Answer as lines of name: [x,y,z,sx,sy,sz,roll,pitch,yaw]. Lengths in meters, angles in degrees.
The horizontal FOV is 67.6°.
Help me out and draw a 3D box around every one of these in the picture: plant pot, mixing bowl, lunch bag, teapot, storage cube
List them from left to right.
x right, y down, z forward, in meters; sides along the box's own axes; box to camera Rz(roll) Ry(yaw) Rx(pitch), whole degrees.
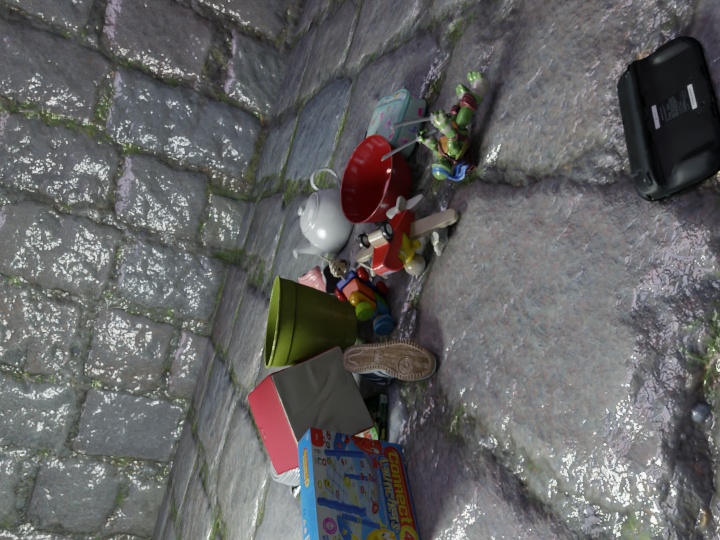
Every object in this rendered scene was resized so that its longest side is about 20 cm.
storage cube: [-0.107,0.282,1.090,0.180,0.168,0.204,-43,68,55]
plant pot: [-0.111,0.127,1.228,0.200,0.187,0.207,-172,90,-74]
teapot: [-0.110,-0.156,1.542,0.199,0.143,0.203,-54,29,36]
mixing bowl: [0.049,-0.197,1.243,0.198,0.106,0.207,-22,63,50]
lunch bag: [0.079,-0.358,1.334,0.199,0.075,0.165,19,93,66]

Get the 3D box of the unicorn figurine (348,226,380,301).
unicorn figurine: [0.000,0.000,1.288,0.204,0.072,0.138,-66,26,17]

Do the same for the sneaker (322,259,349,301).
sneaker: [-0.060,0.045,1.401,0.202,0.071,0.087,-85,-18,-61]

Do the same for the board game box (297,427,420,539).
board game box: [-0.005,0.384,0.911,0.056,0.191,0.203,-54,31,33]

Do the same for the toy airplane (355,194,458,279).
toy airplane: [0.088,-0.060,1.090,0.197,0.143,0.200,-36,14,-7]

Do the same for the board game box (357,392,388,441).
board game box: [-0.001,0.331,1.148,0.199,0.023,0.108,-38,40,54]

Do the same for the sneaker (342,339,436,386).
sneaker: [0.071,0.184,1.042,0.195,0.108,0.072,-3,66,33]

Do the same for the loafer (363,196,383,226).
loafer: [0.025,-0.200,1.373,0.072,0.061,0.204,-53,31,38]

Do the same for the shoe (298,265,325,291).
shoe: [-0.138,0.053,1.506,0.092,0.071,0.199,57,150,1]

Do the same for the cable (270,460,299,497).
cable: [-0.175,0.448,1.398,0.204,0.068,0.201,-65,25,20]

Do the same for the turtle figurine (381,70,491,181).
turtle figurine: [0.149,-0.288,1.025,0.197,0.144,0.197,27,78,24]

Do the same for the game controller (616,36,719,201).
game controller: [0.369,-0.185,0.648,0.103,0.042,0.206,-21,55,44]

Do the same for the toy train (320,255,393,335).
toy train: [-0.008,0.055,1.130,0.084,0.199,0.117,-41,43,15]
